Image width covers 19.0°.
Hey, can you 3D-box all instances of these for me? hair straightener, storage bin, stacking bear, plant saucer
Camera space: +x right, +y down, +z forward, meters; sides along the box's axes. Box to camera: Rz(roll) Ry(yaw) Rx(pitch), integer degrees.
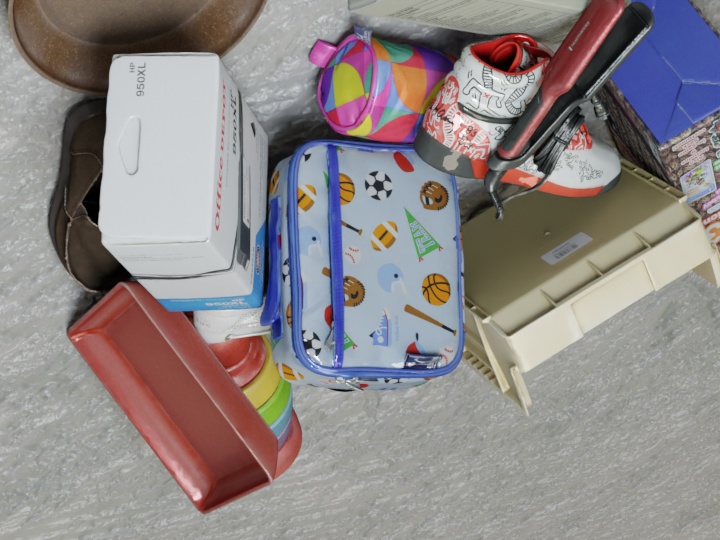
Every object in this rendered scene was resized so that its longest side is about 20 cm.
[{"bbox_3d":[0.163,-0.119,1.634,0.077,0.041,0.201,18,111,-38],"label":"hair straightener"},{"bbox_3d":[0.169,0.004,1.763,0.199,0.199,0.094,-31,117,-10],"label":"storage bin"},{"bbox_3d":[-0.120,0.090,1.871,0.121,0.113,0.201,-44,144,-26],"label":"stacking bear"},{"bbox_3d":[-0.150,0.101,1.776,0.037,0.200,0.200,-37,-178,-26],"label":"plant saucer"},{"bbox_3d":[-0.162,-0.211,1.556,0.199,0.037,0.201,-16,143,-13],"label":"plant saucer"}]

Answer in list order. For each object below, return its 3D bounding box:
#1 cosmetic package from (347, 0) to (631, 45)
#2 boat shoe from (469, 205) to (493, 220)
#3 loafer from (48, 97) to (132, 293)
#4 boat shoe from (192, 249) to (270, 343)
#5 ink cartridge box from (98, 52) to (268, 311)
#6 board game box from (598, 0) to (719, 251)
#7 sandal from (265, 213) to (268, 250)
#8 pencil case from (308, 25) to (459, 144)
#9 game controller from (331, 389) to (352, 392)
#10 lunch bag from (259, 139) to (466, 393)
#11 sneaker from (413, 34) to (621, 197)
[{"bbox_3d":[0.098,-0.226,1.623,0.199,0.072,0.105,5,170,-35],"label":"cosmetic package"},{"bbox_3d":[0.152,0.014,1.986,0.071,0.063,0.200,-30,144,3],"label":"boat shoe"},{"bbox_3d":[-0.206,-0.044,1.702,0.073,0.071,0.201,-13,142,-15],"label":"loafer"},{"bbox_3d":[-0.046,0.018,1.754,0.199,0.071,0.070,-9,133,-21],"label":"boat shoe"},{"bbox_3d":[-0.128,-0.062,1.603,0.084,0.145,0.200,-1,166,9],"label":"ink cartridge box"},{"bbox_3d":[0.274,-0.123,1.803,0.097,0.160,0.200,-31,143,1],"label":"board game box"},{"bbox_3d":[-0.033,-0.048,1.804,0.199,0.080,0.087,-14,125,-18],"label":"sandal"},{"bbox_3d":[0.059,-0.141,1.726,0.199,0.089,0.089,8,132,-37],"label":"pencil case"},{"bbox_3d":[0.012,0.034,1.948,0.104,0.042,0.200,15,127,-41],"label":"game controller"},{"bbox_3d":[0.000,0.000,1.683,0.159,0.201,0.076,4,166,-25],"label":"lunch bag"},{"bbox_3d":[0.145,-0.123,1.691,0.201,0.067,0.108,6,123,-33],"label":"sneaker"}]
